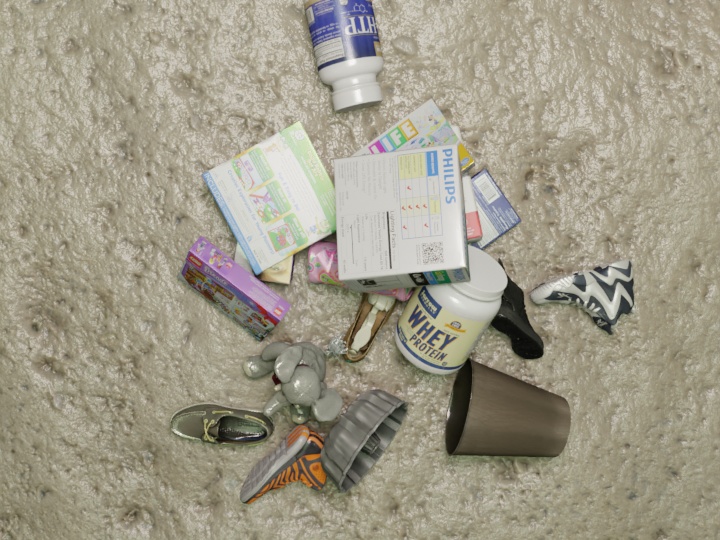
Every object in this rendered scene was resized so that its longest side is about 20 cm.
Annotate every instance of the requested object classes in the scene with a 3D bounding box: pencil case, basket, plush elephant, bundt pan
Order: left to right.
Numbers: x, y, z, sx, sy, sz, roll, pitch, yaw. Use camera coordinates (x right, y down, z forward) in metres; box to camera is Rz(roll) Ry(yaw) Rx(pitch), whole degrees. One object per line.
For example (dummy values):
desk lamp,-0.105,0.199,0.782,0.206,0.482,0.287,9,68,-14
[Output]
plush elephant,-0.114,0.202,1.335,0.199,0.155,0.165,-36,98,21
bundt pan,-0.001,0.298,1.359,0.075,0.202,0.203,34,94,19
pencil case,0.000,0.000,1.350,0.198,0.087,0.089,10,96,15
basket,0.274,0.272,1.391,0.198,0.136,0.183,13,90,-7

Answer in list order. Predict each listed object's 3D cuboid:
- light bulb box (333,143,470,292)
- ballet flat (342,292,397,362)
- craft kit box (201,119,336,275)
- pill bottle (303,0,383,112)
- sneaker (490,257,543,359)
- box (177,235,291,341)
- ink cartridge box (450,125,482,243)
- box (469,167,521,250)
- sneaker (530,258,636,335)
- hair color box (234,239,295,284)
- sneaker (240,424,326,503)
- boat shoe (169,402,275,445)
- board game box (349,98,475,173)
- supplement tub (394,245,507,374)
light bulb box,0.068,-0.078,1.195,0.197,0.125,0.201,-5,79,12
ballet flat,0.021,0.083,1.390,0.067,0.072,0.201,28,94,-4
craft kit box,-0.144,-0.127,1.317,0.196,0.049,0.202,-27,96,2
pill bottle,-0.023,-0.388,1.317,0.118,0.120,0.202,-12,97,-1
sneaker,0.287,0.076,1.397,0.060,0.105,0.200,-18,136,34
box,-0.230,0.037,1.348,0.199,0.137,0.039,38,60,-5
ink cartridge box,0.127,-0.139,1.340,0.143,0.084,0.203,-12,85,7
box,0.184,-0.082,1.398,0.199,0.032,0.122,-36,95,2
sneaker,0.424,0.065,1.397,0.197,0.079,0.131,-16,88,-10
hair color box,-0.166,-0.083,1.372,0.108,0.065,0.203,7,97,-3
sneaker,-0.132,0.391,1.416,0.112,0.078,0.200,41,107,-19
boat shoe,-0.261,0.291,1.408,0.199,0.060,0.073,2,96,-2
board game box,0.078,-0.179,1.289,0.199,0.034,0.135,-35,80,8
supplement tub,0.159,0.068,1.323,0.144,0.146,0.201,23,125,-4
